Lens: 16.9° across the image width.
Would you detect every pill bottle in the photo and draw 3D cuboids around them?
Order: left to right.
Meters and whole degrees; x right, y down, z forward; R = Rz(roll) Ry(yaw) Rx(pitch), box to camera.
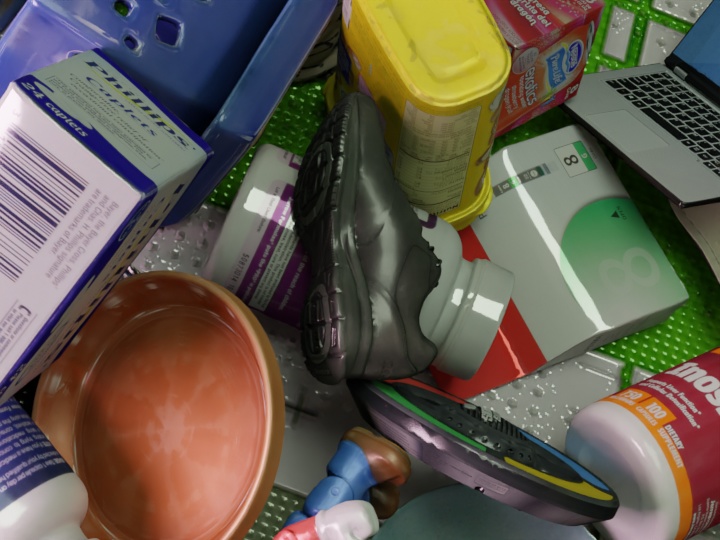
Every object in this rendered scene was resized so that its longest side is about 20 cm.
[{"bbox_3d":[-0.241,0.142,1.503,0.120,0.120,0.200,-34,77,-31],"label":"pill bottle"},{"bbox_3d":[0.000,0.000,1.667,0.200,0.112,0.112,24,58,-3],"label":"pill bottle"},{"bbox_3d":[0.252,0.114,1.695,0.200,0.113,0.113,-22,72,-28],"label":"pill bottle"}]

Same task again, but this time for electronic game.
[{"bbox_3d":[0.081,0.113,1.605,0.200,0.200,0.042,26,96,-4],"label":"electronic game"}]

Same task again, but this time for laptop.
[{"bbox_3d":[0.271,-0.152,1.791,0.200,0.116,0.187,-10,37,-31],"label":"laptop"}]

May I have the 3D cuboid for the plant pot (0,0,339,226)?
[{"bbox_3d":[-0.139,-0.158,1.662,0.180,0.200,0.200,34,57,-8],"label":"plant pot"}]

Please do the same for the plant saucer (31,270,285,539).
[{"bbox_3d":[-0.127,0.101,1.539,0.032,0.200,0.200,14,51,-53],"label":"plant saucer"}]

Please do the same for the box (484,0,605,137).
[{"bbox_3d":[0.075,-0.207,1.790,0.095,0.100,0.200,-28,60,-30],"label":"box"}]

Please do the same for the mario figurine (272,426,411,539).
[{"bbox_3d":[-0.029,0.203,1.525,0.106,0.124,0.200,13,54,41],"label":"mario figurine"}]

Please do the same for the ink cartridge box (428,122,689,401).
[{"bbox_3d":[0.116,-0.009,1.754,0.200,0.050,0.161,-19,70,-29],"label":"ink cartridge box"}]

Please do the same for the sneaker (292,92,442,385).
[{"bbox_3d":[0.008,-0.019,1.585,0.091,0.076,0.200,6,73,-23],"label":"sneaker"}]

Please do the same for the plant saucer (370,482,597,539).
[{"bbox_3d":[0.086,0.241,1.612,0.201,0.039,0.201,8,60,-15],"label":"plant saucer"}]

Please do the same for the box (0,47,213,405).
[{"bbox_3d":[-0.196,-0.024,1.461,0.105,0.184,0.200,39,14,-1],"label":"box"}]

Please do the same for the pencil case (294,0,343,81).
[{"bbox_3d":[-0.020,-0.221,1.729,0.078,0.200,0.089,41,56,7],"label":"pencil case"}]

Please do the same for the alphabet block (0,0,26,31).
[{"bbox_3d":[-0.284,-0.310,1.689,0.200,0.196,0.195,34,56,1],"label":"alphabet block"}]

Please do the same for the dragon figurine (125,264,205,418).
[{"bbox_3d":[-0.114,0.050,1.609,0.059,0.099,0.200,-12,67,-25],"label":"dragon figurine"}]

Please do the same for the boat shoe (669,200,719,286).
[{"bbox_3d":[0.283,-0.028,1.814,0.072,0.061,0.201,-25,51,11],"label":"boat shoe"}]

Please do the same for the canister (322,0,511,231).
[{"bbox_3d":[0.039,-0.127,1.675,0.086,0.200,0.149,-23,69,-13],"label":"canister"}]
